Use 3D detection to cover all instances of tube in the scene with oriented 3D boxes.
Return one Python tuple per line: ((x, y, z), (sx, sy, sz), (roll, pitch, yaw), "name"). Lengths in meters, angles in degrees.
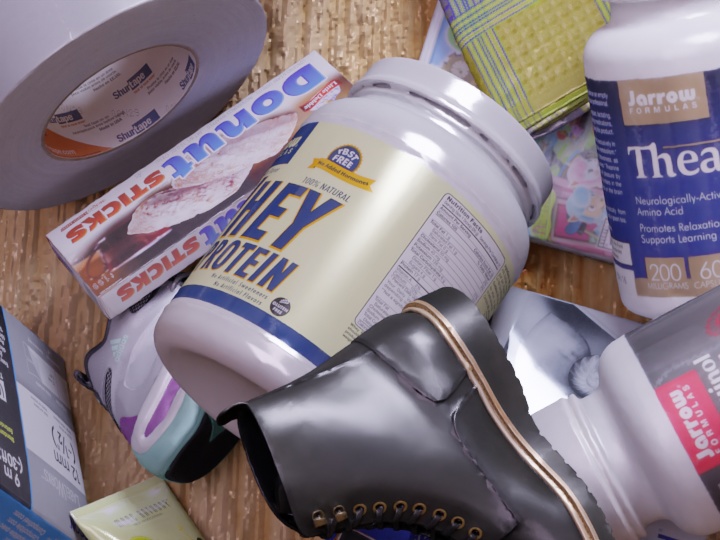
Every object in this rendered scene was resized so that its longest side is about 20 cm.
((-0.086, 0.206, 1.265), (0.052, 0.058, 0.200), (-37, 73, -3), "tube")

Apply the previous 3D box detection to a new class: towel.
((0.112, -0.182, 1.279), (0.143, 0.023, 0.200), (-31, 66, 15), "towel")

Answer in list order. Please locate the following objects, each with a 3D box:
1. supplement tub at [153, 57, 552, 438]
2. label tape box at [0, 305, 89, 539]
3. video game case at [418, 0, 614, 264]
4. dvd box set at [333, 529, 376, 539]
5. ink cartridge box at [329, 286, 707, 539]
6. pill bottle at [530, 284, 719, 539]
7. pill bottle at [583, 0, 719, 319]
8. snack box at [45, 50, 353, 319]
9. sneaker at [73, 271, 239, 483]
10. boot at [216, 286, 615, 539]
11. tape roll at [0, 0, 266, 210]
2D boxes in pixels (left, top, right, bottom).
((0.000, 0.000, 1.172), (0.145, 0.145, 0.200), (29, 70, 19), "supplement tub")
((-0.210, 0.121, 1.254), (0.066, 0.143, 0.200), (-21, 62, 8), "label tape box")
((0.123, -0.113, 1.293), (0.182, 0.022, 0.200), (16, 83, 18), "video game case")
((0.027, 0.208, 1.147), (0.146, 0.200, 0.029), (27, 61, 0), "dvd box set")
((0.094, 0.105, 1.184), (0.200, 0.041, 0.200), (14, 57, 3), "ink cartridge box")
((0.189, 0.065, 1.104), (0.200, 0.111, 0.111), (-28, 73, 5), "pill bottle")
((0.181, -0.082, 1.178), (0.111, 0.111, 0.200), (-8, 102, 14), "pill bottle")
((-0.087, -0.053, 1.298), (0.200, 0.024, 0.072), (-36, 46, -10), "snack box")
((-0.088, 0.013, 1.298), (0.200, 0.078, 0.140), (-44, 64, -6), "sneaker")
((0.032, 0.123, 1.049), (0.138, 0.077, 0.200), (-25, 73, -24), "boot")
((-0.156, -0.122, 1.278), (0.200, 0.200, 0.066), (-36, 71, 6), "tape roll")
